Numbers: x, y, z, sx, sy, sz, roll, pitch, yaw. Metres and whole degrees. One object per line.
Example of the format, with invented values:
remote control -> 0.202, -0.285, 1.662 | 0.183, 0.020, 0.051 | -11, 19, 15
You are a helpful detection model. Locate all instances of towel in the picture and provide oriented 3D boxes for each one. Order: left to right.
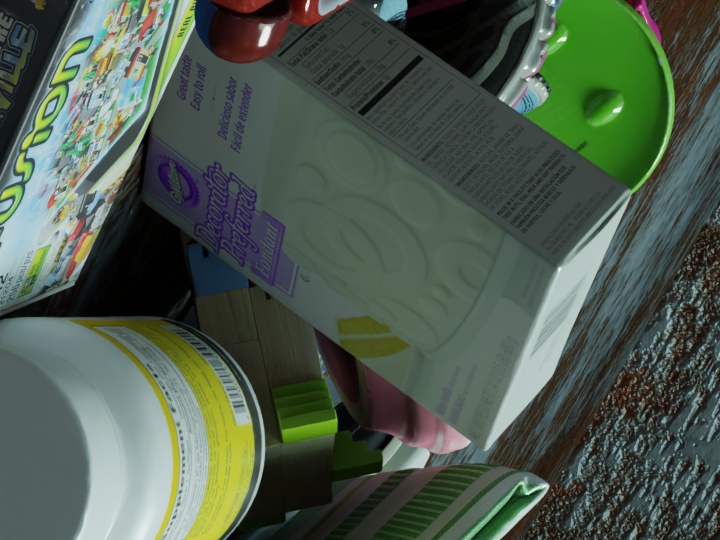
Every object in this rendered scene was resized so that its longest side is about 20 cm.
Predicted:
towel -> -0.010, 0.146, 1.040 | 0.153, 0.023, 0.200 | -42, -168, -27

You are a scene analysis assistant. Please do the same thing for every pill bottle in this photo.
pill bottle -> -0.116, 0.074, 0.867 | 0.114, 0.114, 0.200 | -58, 168, 6

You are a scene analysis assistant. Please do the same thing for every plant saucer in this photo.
plant saucer -> 0.000, 0.000, 1.094 | 0.051, 0.201, 0.201 | -18, 158, -9

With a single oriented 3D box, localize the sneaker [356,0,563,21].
sneaker -> 0.057, -0.159, 1.054 | 0.200, 0.095, 0.079 | -41, 159, -50

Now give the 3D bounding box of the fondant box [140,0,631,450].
fondant box -> 0.004, -0.032, 0.929 | 0.058, 0.200, 0.144 | -44, 163, -32

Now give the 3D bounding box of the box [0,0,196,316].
box -> -0.107, -0.073, 0.797 | 0.200, 0.035, 0.110 | -62, 166, 23

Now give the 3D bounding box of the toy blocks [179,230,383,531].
toy blocks -> -0.051, 0.037, 1.058 | 0.100, 0.137, 0.200 | -11, 163, -5

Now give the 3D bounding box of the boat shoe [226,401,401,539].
boat shoe -> -0.048, 0.109, 1.201 | 0.199, 0.066, 0.074 | -40, -167, -30

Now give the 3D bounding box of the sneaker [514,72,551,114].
sneaker -> 0.038, -0.082, 1.160 | 0.090, 0.078, 0.200 | -48, 179, -11

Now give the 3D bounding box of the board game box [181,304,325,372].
board game box -> -0.089, 0.092, 1.244 | 0.200, 0.041, 0.200 | -57, 167, 1

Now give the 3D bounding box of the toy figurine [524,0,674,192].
toy figurine -> 0.114, -0.116, 1.352 | 0.200, 0.150, 0.184 | -39, -174, 26

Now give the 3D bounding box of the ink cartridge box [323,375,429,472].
ink cartridge box -> -0.057, 0.180, 1.293 | 0.200, 0.084, 0.145 | -44, 162, -40

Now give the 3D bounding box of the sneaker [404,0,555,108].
sneaker -> 0.038, -0.151, 0.956 | 0.087, 0.074, 0.201 | 29, 62, -38

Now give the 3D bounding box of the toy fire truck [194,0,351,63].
toy fire truck -> -0.003, -0.157, 0.747 | 0.200, 0.112, 0.168 | -43, 154, -56
